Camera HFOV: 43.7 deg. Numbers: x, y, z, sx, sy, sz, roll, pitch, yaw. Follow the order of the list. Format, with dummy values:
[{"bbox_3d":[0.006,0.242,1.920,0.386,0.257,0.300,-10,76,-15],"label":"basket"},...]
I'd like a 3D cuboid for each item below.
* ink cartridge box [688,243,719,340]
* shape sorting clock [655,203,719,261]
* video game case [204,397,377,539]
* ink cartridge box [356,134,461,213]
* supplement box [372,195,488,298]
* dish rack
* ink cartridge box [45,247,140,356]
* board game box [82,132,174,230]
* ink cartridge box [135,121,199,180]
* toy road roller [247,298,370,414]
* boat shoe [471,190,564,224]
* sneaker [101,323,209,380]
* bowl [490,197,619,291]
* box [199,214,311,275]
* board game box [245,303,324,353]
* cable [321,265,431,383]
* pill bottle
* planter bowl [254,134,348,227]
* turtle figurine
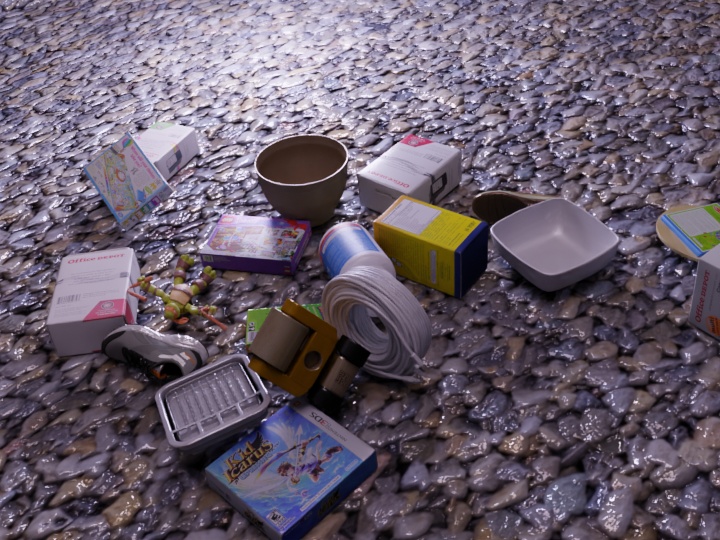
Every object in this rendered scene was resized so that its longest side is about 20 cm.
[{"bbox_3d":[0.677,0.048,1.501,0.143,0.147,0.199,-27,42,-25],"label":"ink cartridge box"},{"bbox_3d":[0.672,-0.068,1.736,0.196,0.040,0.202,-4,37,3],"label":"shape sorting clock"},{"bbox_3d":[-0.104,0.300,1.365,0.180,0.046,0.199,27,49,36],"label":"video game case"},{"bbox_3d":[0.107,-0.199,1.938,0.144,0.084,0.200,24,47,32],"label":"ink cartridge box"},{"bbox_3d":[0.134,-0.048,1.722,0.198,0.111,0.109,22,45,30],"label":"supplement box"},{"bbox_3d":[-0.236,0.219,1.451,0.169,0.044,0.200,-24,28,-12],"label":"dish rack"},{"bbox_3d":[-0.496,0.056,1.692,0.144,0.084,0.202,-8,38,-2],"label":"ink cartridge box"},{"bbox_3d":[-0.514,-0.199,1.984,0.134,0.034,0.200,-39,59,-4],"label":"board game box"},{"bbox_3d":[-0.483,-0.268,2.114,0.115,0.068,0.201,13,42,23],"label":"ink cartridge box"},{"bbox_3d":[-0.095,0.135,1.466,0.124,0.199,0.146,-59,26,-6],"label":"toy road roller"},{"bbox_3d":[0.327,-0.131,1.850,0.196,0.073,0.076,8,25,5],"label":"boat shoe"},{"bbox_3d":[-0.368,0.149,1.570,0.196,0.075,0.080,7,44,16],"label":"sneaker"},{"bbox_3d":[0.367,-0.040,1.712,0.197,0.076,0.200,-22,41,-21],"label":"bowl"},{"bbox_3d":[-0.211,-0.054,1.831,0.196,0.040,0.138,5,40,14],"label":"box"},{"bbox_3d":[-0.108,0.101,1.632,0.196,0.030,0.096,-7,38,1],"label":"board game box"},{"bbox_3d":[0.026,0.086,1.492,0.198,0.203,0.069,0,30,46],"label":"cable"},{"bbox_3d":[0.000,0.000,1.660,0.110,0.114,0.200,-16,31,-13],"label":"pill bottle"},{"bbox_3d":[-0.118,-0.178,1.899,0.196,0.137,0.202,-3,38,2],"label":"planter bowl"},{"bbox_3d":[-0.328,0.049,1.697,0.197,0.065,0.162,20,37,1],"label":"turtle figurine"}]
